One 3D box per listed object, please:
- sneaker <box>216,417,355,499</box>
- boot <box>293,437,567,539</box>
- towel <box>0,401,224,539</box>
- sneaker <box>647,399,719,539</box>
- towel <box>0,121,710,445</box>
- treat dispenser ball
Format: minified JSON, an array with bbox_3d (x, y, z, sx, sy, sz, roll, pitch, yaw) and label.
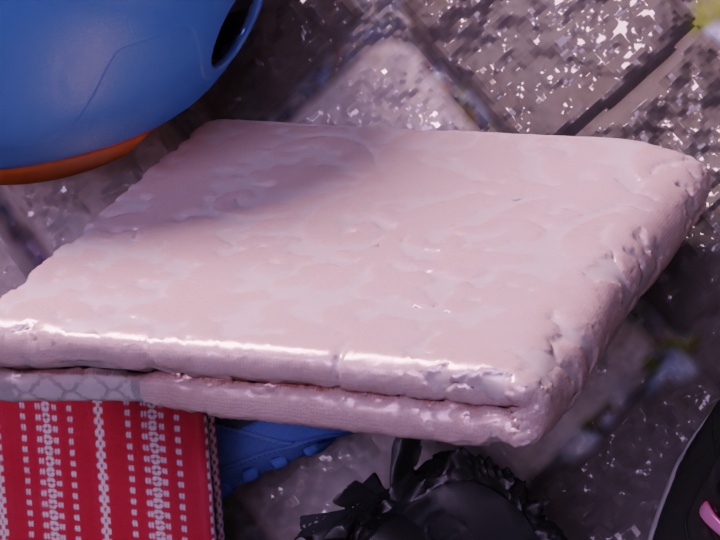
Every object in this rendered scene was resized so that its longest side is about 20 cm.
[{"bbox_3d":[-0.048,0.054,0.965,0.199,0.066,0.079,-3,90,19],"label":"sneaker"},{"bbox_3d":[0.020,0.168,0.891,0.162,0.073,0.199,-34,91,-29],"label":"boot"},{"bbox_3d":[-0.131,0.091,0.960,0.199,0.022,0.145,2,103,29],"label":"towel"},{"bbox_3d":[0.143,0.048,0.883,0.071,0.099,0.200,33,92,18],"label":"sneaker"},{"bbox_3d":[0.000,0.000,0.891,0.190,0.200,0.032,4,114,20],"label":"towel"},{"bbox_3d":[-0.127,-0.130,0.947,0.200,0.201,0.202,-3,79,17],"label":"treat dispenser ball"}]
